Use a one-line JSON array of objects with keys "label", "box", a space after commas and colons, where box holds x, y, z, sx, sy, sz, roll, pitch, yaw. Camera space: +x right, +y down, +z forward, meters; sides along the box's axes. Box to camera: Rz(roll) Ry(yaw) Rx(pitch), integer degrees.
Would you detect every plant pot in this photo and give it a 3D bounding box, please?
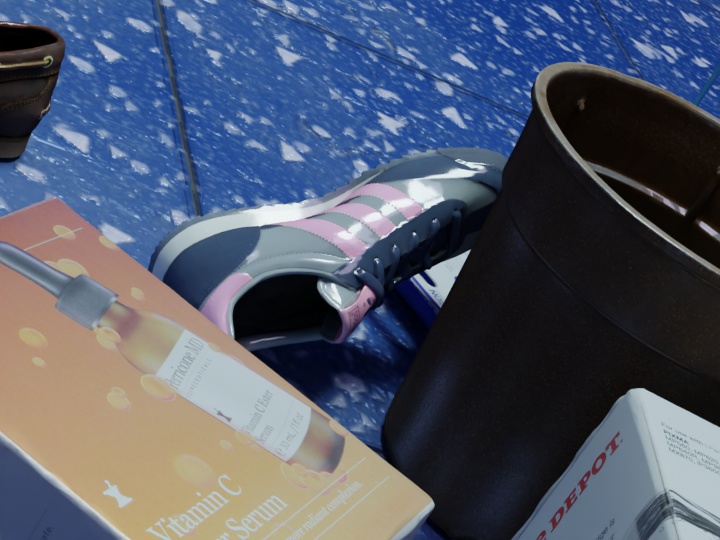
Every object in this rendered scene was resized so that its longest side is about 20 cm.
[{"label": "plant pot", "box": [0.120, 0.037, 0.932, 0.199, 0.199, 0.201, 26, 25, -13]}]

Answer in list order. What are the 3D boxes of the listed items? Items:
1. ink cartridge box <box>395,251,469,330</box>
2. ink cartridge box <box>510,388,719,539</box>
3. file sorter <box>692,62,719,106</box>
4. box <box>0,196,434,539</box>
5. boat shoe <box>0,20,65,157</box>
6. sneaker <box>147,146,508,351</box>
[{"label": "ink cartridge box", "box": [0.081, 0.015, 1.114, 0.199, 0.039, 0.100, 6, 36, -45]}, {"label": "ink cartridge box", "box": [0.116, 0.166, 0.760, 0.083, 0.145, 0.200, 26, 26, -16]}, {"label": "file sorter", "box": [0.388, -0.107, 1.582, 0.199, 0.123, 0.139, 15, 30, -32]}, {"label": "box", "box": [-0.100, 0.086, 0.703, 0.200, 0.107, 0.152, 37, 26, 10]}, {"label": "boat shoe", "box": [-0.239, -0.108, 0.938, 0.199, 0.071, 0.071, 4, 38, -43]}, {"label": "sneaker", "box": [0.000, 0.000, 0.950, 0.199, 0.071, 0.082, -19, 45, -15]}]
